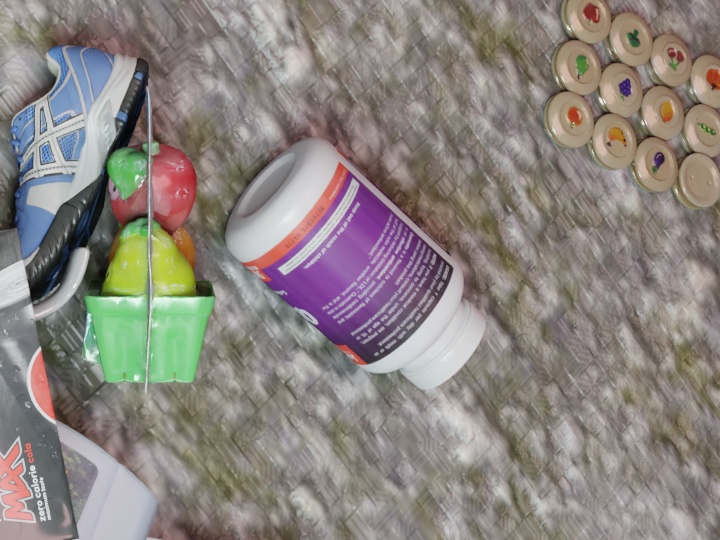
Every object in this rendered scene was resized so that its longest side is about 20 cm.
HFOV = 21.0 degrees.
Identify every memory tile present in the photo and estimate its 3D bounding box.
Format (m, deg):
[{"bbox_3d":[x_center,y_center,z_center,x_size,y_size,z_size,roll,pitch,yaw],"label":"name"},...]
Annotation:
[{"bbox_3d":[0.250,-0.151,1.730,0.199,0.017,0.154,23,69,-28],"label":"memory tile"}]

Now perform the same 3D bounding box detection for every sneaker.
[{"bbox_3d":[-0.219,-0.070,1.391,0.077,0.076,0.201,20,70,0],"label":"sneaker"}]

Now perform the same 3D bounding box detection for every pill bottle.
[{"bbox_3d":[0.000,0.000,1.481,0.200,0.112,0.113,42,61,-18],"label":"pill bottle"}]

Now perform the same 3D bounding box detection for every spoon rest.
[{"bbox_3d":[-0.283,-0.001,1.289,0.198,0.099,0.061,9,81,-14],"label":"spoon rest"}]

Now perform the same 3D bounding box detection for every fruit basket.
[{"bbox_3d":[-0.151,-0.025,1.338,0.093,0.185,0.202,-6,96,-5],"label":"fruit basket"}]

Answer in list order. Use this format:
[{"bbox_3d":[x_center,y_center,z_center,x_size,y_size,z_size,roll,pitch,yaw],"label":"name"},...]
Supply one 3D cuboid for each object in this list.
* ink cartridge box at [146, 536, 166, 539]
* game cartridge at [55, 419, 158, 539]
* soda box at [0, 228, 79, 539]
[{"bbox_3d":[-0.146,0.263,1.348,0.199,0.084,0.147,16,71,-28],"label":"ink cartridge box"},{"bbox_3d":[-0.232,0.154,1.253,0.199,0.041,0.134,29,62,-21],"label":"game cartridge"},{"bbox_3d":[-0.235,0.080,1.213,0.070,0.063,0.202,-9,83,-31],"label":"soda box"}]
